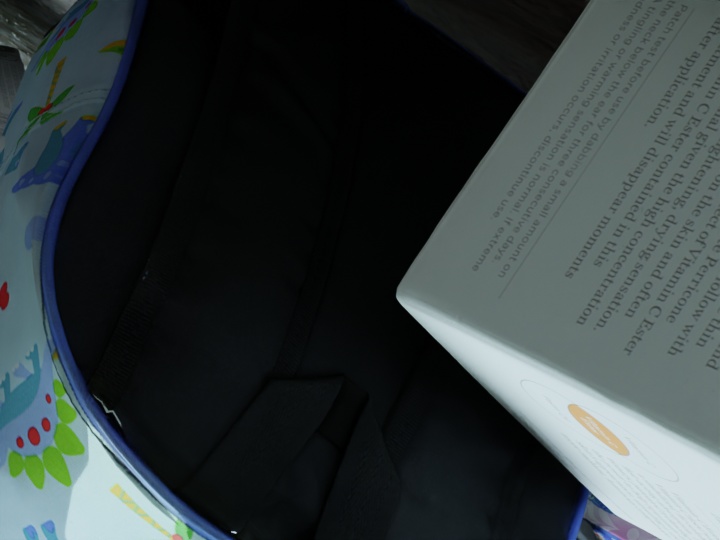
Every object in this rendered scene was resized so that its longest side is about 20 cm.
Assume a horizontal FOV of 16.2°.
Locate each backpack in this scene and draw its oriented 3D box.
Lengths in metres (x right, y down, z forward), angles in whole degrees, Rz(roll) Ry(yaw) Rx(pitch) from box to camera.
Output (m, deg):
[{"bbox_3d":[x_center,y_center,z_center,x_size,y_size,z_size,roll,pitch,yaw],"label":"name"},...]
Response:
[{"bbox_3d":[-0.029,0.029,0.653,0.183,0.200,0.147,37,129,-16],"label":"backpack"}]

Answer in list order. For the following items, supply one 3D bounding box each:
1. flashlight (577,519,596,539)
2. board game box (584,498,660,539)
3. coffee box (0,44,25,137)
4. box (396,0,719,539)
[{"bbox_3d":[0.087,0.156,1.193,0.068,0.068,0.200,23,168,28],"label":"flashlight"},{"bbox_3d":[0.105,0.114,1.259,0.199,0.041,0.200,28,169,34],"label":"board game box"},{"bbox_3d":[-0.248,0.008,1.019,0.197,0.201,0.200,11,-165,-15],"label":"coffee box"},{"bbox_3d":[0.128,0.029,0.534,0.200,0.098,0.124,27,169,41],"label":"box"}]
